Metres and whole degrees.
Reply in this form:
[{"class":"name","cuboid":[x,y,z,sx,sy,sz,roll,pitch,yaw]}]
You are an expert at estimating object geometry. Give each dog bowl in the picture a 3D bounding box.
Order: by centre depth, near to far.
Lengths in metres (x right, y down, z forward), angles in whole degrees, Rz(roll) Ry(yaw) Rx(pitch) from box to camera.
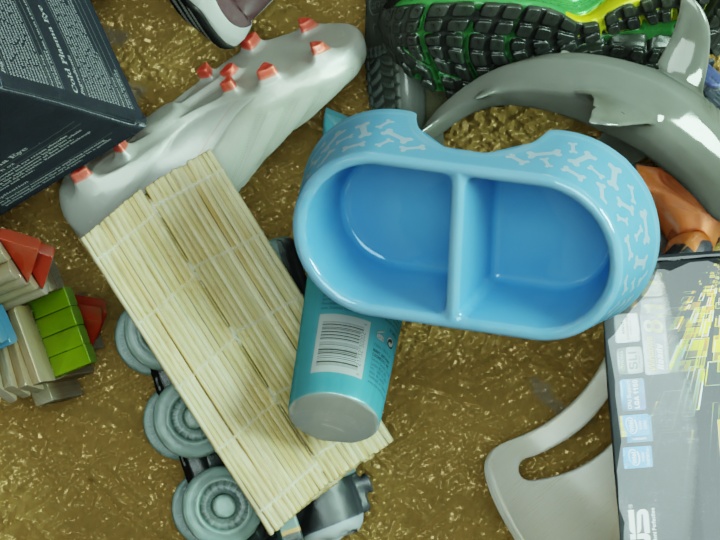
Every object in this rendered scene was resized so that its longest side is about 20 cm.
[{"class":"dog bowl","cuboid":[0.056,-0.020,1.570,0.200,0.050,0.112,8,112,14]}]

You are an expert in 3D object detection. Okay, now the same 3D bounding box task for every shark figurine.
[{"class":"shark figurine","cuboid":[0.113,-0.083,1.602,0.214,0.090,0.128,6,109,11]}]

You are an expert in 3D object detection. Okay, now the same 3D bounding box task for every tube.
[{"class":"tube","cuboid":[0.000,0.000,1.662,0.077,0.050,0.200,25,54,-19]}]

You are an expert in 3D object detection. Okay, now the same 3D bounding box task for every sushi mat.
[{"class":"sushi mat","cuboid":[-0.068,0.038,1.644,0.096,0.012,0.200,-34,95,-22]}]

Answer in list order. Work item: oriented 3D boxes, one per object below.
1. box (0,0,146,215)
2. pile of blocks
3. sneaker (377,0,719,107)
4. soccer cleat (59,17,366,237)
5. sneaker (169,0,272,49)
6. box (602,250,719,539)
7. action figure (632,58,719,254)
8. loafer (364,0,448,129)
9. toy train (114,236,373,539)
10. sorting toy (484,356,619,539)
[{"class":"box","cuboid":[-0.253,-0.085,1.610,0.200,0.182,0.104,-29,76,17]},{"class":"pile of blocks","cuboid":[-0.187,0.018,1.633,0.062,0.200,0.082,-22,60,17]},{"class":"sneaker","cuboid":[0.107,-0.149,1.667,0.200,0.078,0.085,-6,47,-9]},{"class":"soccer cleat","cuboid":[-0.079,-0.075,1.699,0.200,0.069,0.078,-30,119,2]},{"class":"sneaker","cuboid":[-0.083,-0.224,1.643,0.116,0.200,0.076,-40,49,-7]},{"class":"box","cuboid":[0.216,0.087,1.599,0.161,0.049,0.200,-4,84,6]},{"class":"action figure","cuboid":[0.177,-0.063,1.701,0.193,0.105,0.200,-33,62,-8]},{"class":"loafer","cuboid":[0.039,-0.177,1.709,0.070,0.075,0.200,-3,96,-22]},{"class":"toy train","cuboid":[-0.067,0.074,1.686,0.114,0.085,0.200,-18,87,-10]},{"class":"sorting toy","cuboid":[0.170,0.136,1.676,0.200,0.107,0.180,-40,80,-1]}]
